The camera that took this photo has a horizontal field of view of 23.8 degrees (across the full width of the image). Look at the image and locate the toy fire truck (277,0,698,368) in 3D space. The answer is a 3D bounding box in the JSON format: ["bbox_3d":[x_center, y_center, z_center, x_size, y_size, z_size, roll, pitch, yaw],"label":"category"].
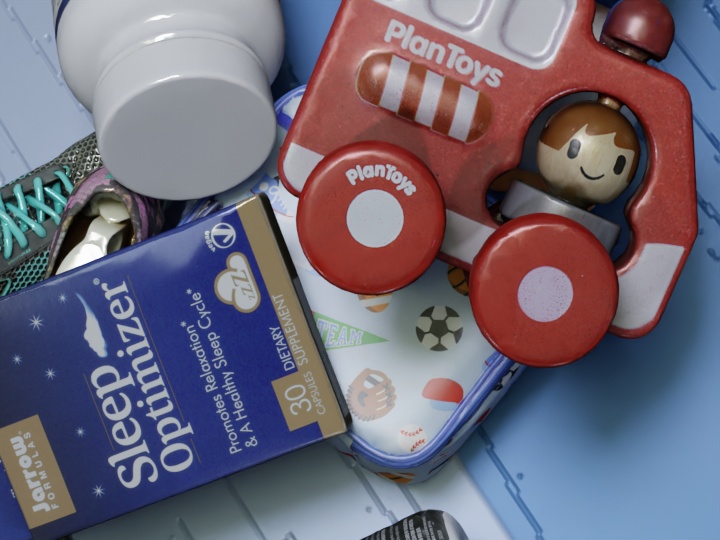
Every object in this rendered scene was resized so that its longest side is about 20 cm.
[{"bbox_3d":[0.065,-0.060,0.779,0.198,0.112,0.169,22,99,-1],"label":"toy fire truck"}]

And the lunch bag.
[{"bbox_3d":[0.000,0.000,0.896,0.199,0.076,0.161,38,83,16],"label":"lunch bag"}]

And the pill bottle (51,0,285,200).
[{"bbox_3d":[-0.102,-0.141,0.894,0.119,0.120,0.201,-18,53,6],"label":"pill bottle"}]

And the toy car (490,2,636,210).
[{"bbox_3d":[0.079,-0.121,0.885,0.175,0.184,0.202,-3,104,10],"label":"toy car"}]

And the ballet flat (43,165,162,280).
[{"bbox_3d":[-0.150,0.042,0.884,0.068,0.071,0.202,16,98,7],"label":"ballet flat"}]

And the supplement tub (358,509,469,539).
[{"bbox_3d":[-0.023,0.208,0.821,0.199,0.123,0.123,-26,73,4],"label":"supplement tub"}]

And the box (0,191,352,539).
[{"bbox_3d":[-0.117,0.055,0.831,0.198,0.032,0.122,-21,94,8],"label":"box"}]

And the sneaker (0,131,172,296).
[{"bbox_3d":[-0.187,-0.014,0.924,0.200,0.091,0.078,-39,74,-1],"label":"sneaker"}]
